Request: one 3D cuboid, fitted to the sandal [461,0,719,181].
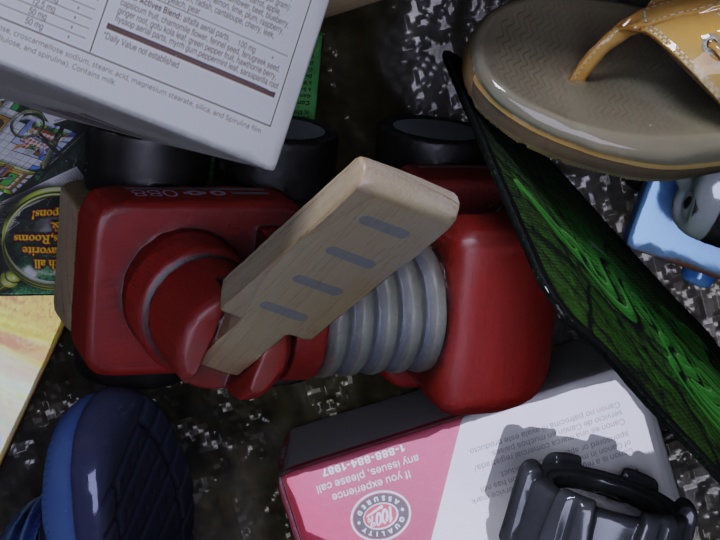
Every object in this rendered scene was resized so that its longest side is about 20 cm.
[{"bbox_3d":[0.134,-0.068,0.690,0.198,0.081,0.054,10,134,2],"label":"sandal"}]

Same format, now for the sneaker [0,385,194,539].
[{"bbox_3d":[-0.108,0.117,0.758,0.081,0.074,0.201,16,136,12],"label":"sneaker"}]

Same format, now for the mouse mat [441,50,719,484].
[{"bbox_3d":[0.101,0.020,0.710,0.008,0.161,0.200,-36,125,13],"label":"mouse mat"}]

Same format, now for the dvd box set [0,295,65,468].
[{"bbox_3d":[-0.188,0.008,0.798,0.145,0.029,0.201,26,97,-5],"label":"dvd box set"}]

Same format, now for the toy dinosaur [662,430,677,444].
[{"bbox_3d":[0.209,0.107,0.795,0.198,0.077,0.103,4,132,12],"label":"toy dinosaur"}]

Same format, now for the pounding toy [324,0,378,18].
[{"bbox_3d":[0.067,-0.149,0.693,0.182,0.200,0.144,7,100,-2],"label":"pounding toy"}]

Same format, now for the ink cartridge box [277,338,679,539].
[{"bbox_3d":[0.064,0.143,0.796,0.144,0.085,0.202,-17,98,2],"label":"ink cartridge box"}]

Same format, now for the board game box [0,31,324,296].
[{"bbox_3d":[-0.113,-0.042,0.757,0.198,0.023,0.106,0,106,-21],"label":"board game box"}]

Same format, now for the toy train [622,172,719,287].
[{"bbox_3d":[0.195,-0.013,0.759,0.198,0.114,0.087,20,97,-4],"label":"toy train"}]

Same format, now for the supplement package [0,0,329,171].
[{"bbox_3d":[-0.088,-0.154,0.588,0.150,0.151,0.202,19,89,-37],"label":"supplement package"}]

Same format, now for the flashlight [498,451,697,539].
[{"bbox_3d":[0.063,0.170,0.727,0.067,0.068,0.202,20,101,23],"label":"flashlight"}]

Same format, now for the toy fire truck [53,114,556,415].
[{"bbox_3d":[0.000,0.000,0.691,0.174,0.200,0.130,0,108,-21],"label":"toy fire truck"}]
